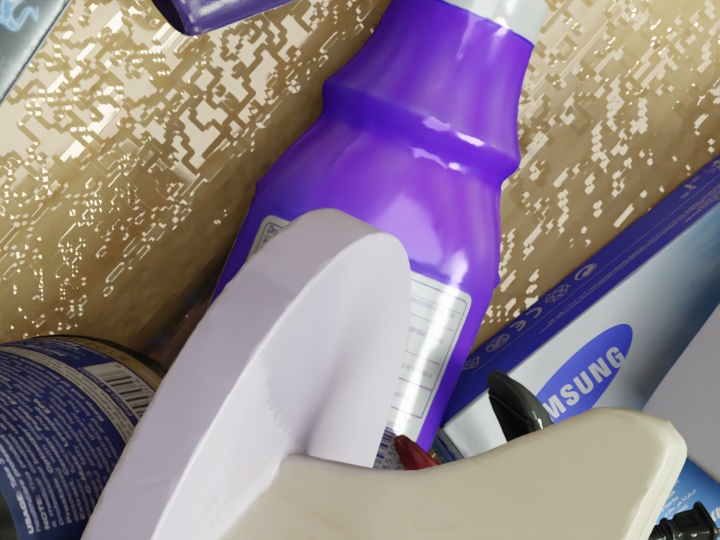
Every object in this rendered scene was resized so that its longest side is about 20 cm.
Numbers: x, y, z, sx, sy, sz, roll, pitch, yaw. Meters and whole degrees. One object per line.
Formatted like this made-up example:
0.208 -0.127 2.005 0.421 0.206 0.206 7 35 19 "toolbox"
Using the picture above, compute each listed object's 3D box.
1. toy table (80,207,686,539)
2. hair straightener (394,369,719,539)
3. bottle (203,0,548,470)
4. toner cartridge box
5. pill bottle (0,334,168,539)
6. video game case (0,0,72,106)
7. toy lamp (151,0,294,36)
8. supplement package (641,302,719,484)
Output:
-0.002 0.099 0.711 0.117 0.184 0.200 27 107 22 "toy table"
0.091 0.110 0.833 0.077 0.041 0.200 -37 109 -8 "hair straightener"
0.000 0.000 0.836 0.083 0.065 0.200 22 89 -3 "bottle"
0.123 0.023 0.889 0.200 0.043 0.095 -39 105 -9 "toner cartridge box"
-0.122 0.079 0.726 0.112 0.200 0.112 1 93 24 "pill bottle"
-0.196 -0.095 0.792 0.200 0.023 0.182 35 86 -16 "video game case"
0.016 -0.143 0.832 0.200 0.058 0.058 -38 105 -11 "toy lamp"
0.204 0.065 0.841 0.200 0.114 0.110 33 95 -40 "supplement package"
